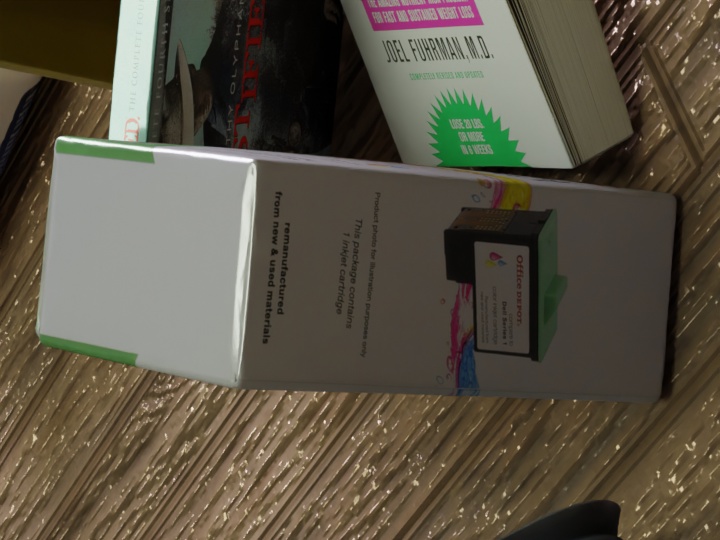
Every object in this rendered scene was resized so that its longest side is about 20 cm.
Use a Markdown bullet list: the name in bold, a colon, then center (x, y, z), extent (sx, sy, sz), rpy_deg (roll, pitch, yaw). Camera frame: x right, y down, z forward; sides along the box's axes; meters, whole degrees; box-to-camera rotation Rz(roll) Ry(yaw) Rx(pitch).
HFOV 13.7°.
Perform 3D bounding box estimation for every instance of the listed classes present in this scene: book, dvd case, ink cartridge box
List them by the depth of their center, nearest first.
- **ink cartridge box**: center (0.000, 0.000, 1.142), extent (0.145, 0.199, 0.084), rpy_deg (9, 94, 54)
- **book**: center (0.026, -0.138, 1.185), extent (0.133, 0.048, 0.201), rpy_deg (3, 118, 59)
- **dvd case**: center (-0.054, -0.076, 1.257), extent (0.022, 0.200, 0.147), rpy_deg (9, 98, 21)

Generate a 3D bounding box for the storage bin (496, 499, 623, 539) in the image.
- **storage bin**: center (0.075, 0.187, 1.070), extent (0.135, 0.145, 0.200), rpy_deg (61, 170, 22)

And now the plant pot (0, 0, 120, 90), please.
- **plant pot**: center (-0.140, -0.221, 1.387), extent (0.200, 0.199, 0.177), rpy_deg (-49, 41, 45)

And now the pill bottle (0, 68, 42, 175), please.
- **pill bottle**: center (-0.228, -0.101, 1.583), extent (0.111, 0.111, 0.200), rpy_deg (61, 137, 38)
